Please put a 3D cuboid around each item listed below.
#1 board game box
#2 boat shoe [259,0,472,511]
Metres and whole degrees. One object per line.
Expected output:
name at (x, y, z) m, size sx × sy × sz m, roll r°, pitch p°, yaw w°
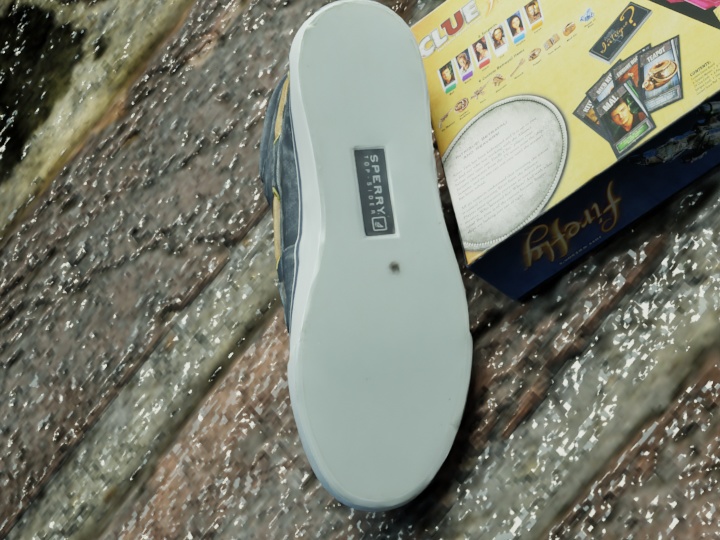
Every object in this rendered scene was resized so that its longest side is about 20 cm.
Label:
board game box at (0.114, -0.096, 1.028) m, size 0.200 × 0.035 × 0.136 m, roll -35°, pitch 44°, yaw 24°
boat shoe at (0.000, 0.000, 1.062) m, size 0.091 × 0.071 × 0.201 m, roll 129°, pitch 140°, yaw -73°
